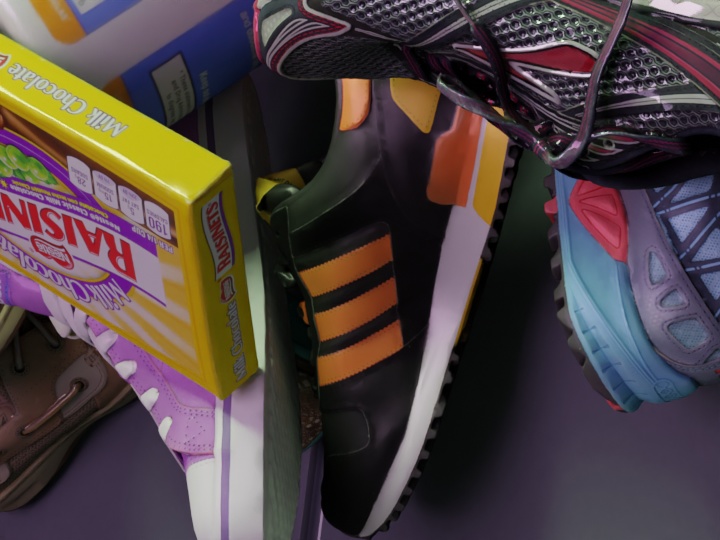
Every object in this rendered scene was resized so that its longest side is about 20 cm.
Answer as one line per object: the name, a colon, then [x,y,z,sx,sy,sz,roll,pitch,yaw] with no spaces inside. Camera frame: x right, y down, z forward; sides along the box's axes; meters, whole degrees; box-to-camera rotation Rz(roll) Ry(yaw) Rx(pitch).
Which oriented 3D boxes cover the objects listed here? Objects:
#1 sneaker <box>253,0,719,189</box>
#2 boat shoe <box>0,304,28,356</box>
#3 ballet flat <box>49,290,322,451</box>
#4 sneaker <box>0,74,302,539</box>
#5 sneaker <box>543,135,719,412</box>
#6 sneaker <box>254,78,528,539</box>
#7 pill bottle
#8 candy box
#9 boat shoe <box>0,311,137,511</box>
sneaker: [0.059,-0.065,0.767,0.199,0.081,0.075,7,81,19]
boat shoe: [-0.174,-0.035,1.042,0.072,0.072,0.201,-14,48,37]
ballet flat: [-0.091,0.011,0.986,0.199,0.070,0.066,35,116,20]
sneaker: [-0.083,0.026,0.907,0.113,0.073,0.202,-10,58,3]
sneaker: [0.111,-0.055,0.832,0.095,0.079,0.202,-12,75,18]
sneaker: [0.000,0.000,0.890,0.089,0.070,0.201,18,115,3]
pill bottle: [-0.049,-0.133,0.894,0.199,0.112,0.112,-35,54,-12]
candy box: [-0.120,-0.038,0.853,0.199,0.026,0.103,30,149,27]
boat shoe: [-0.138,0.036,1.065,0.200,0.064,0.071,-52,55,27]
